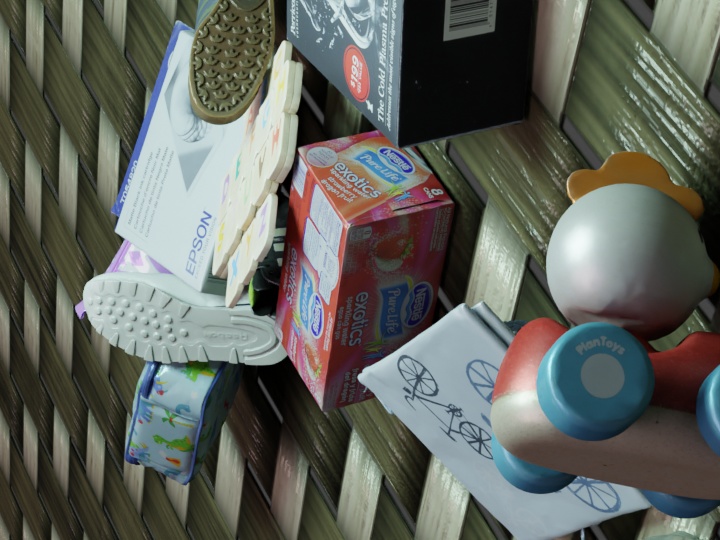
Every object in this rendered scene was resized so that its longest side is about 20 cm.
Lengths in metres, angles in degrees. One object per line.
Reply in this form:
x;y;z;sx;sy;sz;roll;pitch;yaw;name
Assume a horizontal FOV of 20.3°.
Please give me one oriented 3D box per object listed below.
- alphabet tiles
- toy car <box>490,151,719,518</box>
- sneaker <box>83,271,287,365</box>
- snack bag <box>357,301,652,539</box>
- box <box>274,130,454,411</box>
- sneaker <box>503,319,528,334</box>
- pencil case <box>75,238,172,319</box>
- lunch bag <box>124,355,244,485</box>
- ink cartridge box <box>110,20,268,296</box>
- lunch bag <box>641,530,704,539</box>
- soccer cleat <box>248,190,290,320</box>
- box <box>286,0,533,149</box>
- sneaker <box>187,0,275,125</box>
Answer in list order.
-0.085;-0.078;1.618;0.200;0.014;0.197;125;154;-56;alphabet tiles
0.172;0.024;1.177;0.184;0.175;0.202;107;172;-72;toy car
-0.150;0.034;1.813;0.081;0.198;0.077;-72;-9;-57;sneaker
0.100;0.113;1.398;0.189;0.021;0.200;45;153;-3;snack bag
0.000;0.000;1.575;0.201;0.095;0.100;99;149;-41;box
0.094;0.086;1.467;0.079;0.066;0.200;59;156;-11;sneaker
-0.188;-0.027;1.913;0.201;0.085;0.084;-61;36;17;pencil case
-0.158;0.099;1.925;0.082;0.161;0.200;23;147;4;lunch bag
-0.155;-0.107;1.801;0.200;0.040;0.201;32;107;45;ink cartridge box
0.136;0.254;1.322;0.201;0.163;0.118;108;146;-53;lunch bag
-0.069;-0.004;1.749;0.200;0.080;0.068;55;149;40;soccer cleat
0.031;-0.217;1.372;0.182;0.103;0.201;-131;36;-49;box
-0.106;-0.204;1.690;0.090;0.066;0.202;115;163;-70;sneaker
